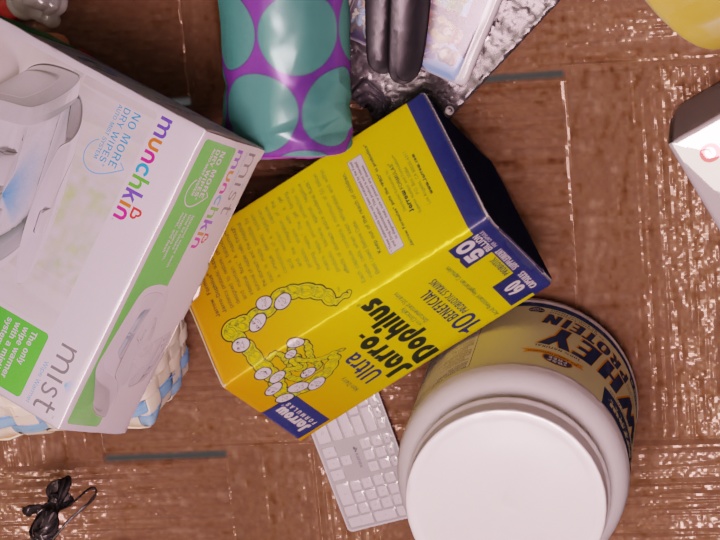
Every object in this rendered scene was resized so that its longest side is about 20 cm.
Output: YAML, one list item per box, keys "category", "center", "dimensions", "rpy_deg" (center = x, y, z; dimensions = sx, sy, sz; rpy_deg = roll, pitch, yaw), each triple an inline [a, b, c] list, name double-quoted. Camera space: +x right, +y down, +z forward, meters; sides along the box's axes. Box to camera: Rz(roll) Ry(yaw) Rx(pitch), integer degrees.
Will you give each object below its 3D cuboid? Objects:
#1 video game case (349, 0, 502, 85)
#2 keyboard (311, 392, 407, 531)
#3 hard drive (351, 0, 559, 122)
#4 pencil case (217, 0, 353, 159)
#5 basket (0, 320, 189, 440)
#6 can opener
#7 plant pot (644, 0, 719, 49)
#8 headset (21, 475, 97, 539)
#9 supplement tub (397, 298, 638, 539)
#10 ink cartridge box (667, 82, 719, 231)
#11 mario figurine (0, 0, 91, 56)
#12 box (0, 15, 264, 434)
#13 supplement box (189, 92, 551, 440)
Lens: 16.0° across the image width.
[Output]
- category: "video game case"
  center: [0.020, -0.240, 1.589]
  dimensions: [0.182, 0.023, 0.200]
  rpy_deg: [23, 108, 2]
- category: "keyboard"
  center: [-0.016, 0.082, 1.737]
  dimensions: [0.056, 0.011, 0.200]
  rpy_deg: [-17, 103, 13]
- category: "hard drive"
  center: [0.050, -0.191, 1.629]
  dimensions: [0.140, 0.038, 0.200]
  rpy_deg: [41, 109, -5]
- category: "pencil case"
  center: [-0.051, -0.167, 1.563]
  dimensions: [0.085, 0.092, 0.200]
  rpy_deg: [-12, 111, -25]
- category: "basket"
  center: [-0.203, 0.004, 1.667]
  dimensions: [0.176, 0.139, 0.200]
  rpy_deg: [-3, 120, 18]
- category: "can opener"
  center: [0.022, -0.213, 1.557]
  dimensions: [0.079, 0.063, 0.200]
  rpy_deg: [-7, 117, -17]
- category: "plant pot"
  center: [0.254, -0.233, 1.515]
  dimensions: [0.189, 0.201, 0.201]
  rpy_deg: [-33, 100, 33]
- category: "headset"
  center: [-0.198, 0.233, 1.768]
  dimensions: [0.123, 0.094, 0.200]
  rpy_deg: [1, 118, 8]
- category: "supplement tub"
  center: [0.101, 0.112, 1.628]
  dimensions: [0.145, 0.200, 0.145]
  rpy_deg: [2, 107, 8]
- category: "ink cartridge box"
  center: [0.303, -0.042, 1.611]
  dimensions: [0.145, 0.084, 0.200]
  rpy_deg: [-30, 100, 16]
- category: "mario figurine"
  center: [-0.257, -0.135, 1.655]
  dimensions: [0.200, 0.106, 0.124]
  rpy_deg: [22, 141, 9]
- category: "box"
  center: [-0.185, -0.027, 1.550]
  dimensions: [0.176, 0.097, 0.200]
  rpy_deg: [30, 95, 21]
- category: "supplement box"
  center: [0.000, 0.000, 1.629]
  dimensions: [0.200, 0.109, 0.110]
  rpy_deg: [-33, 56, 12]
